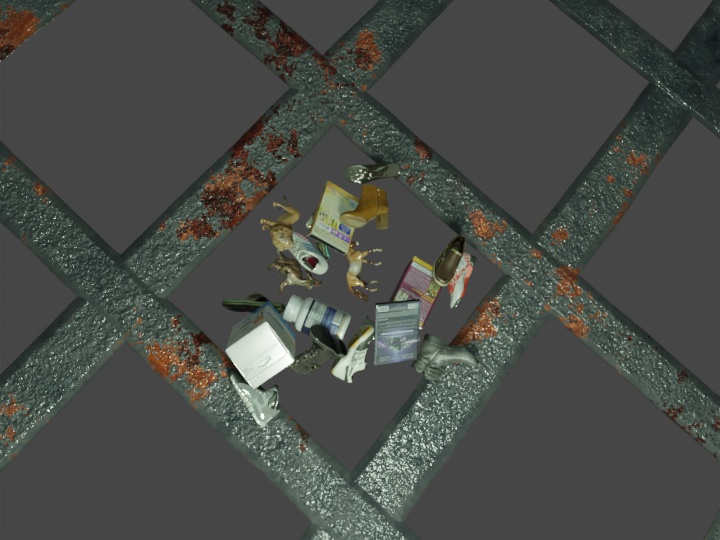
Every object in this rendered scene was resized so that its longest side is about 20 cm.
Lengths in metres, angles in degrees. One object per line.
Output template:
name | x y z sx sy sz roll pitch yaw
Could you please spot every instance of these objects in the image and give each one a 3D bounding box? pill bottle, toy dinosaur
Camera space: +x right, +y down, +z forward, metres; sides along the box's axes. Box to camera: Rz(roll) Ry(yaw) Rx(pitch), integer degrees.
pill bottle | -0.137 0.152 1.688 0.197 0.111 0.113 24 75 1
toy dinosaur | -0.213 0.003 1.732 0.133 0.086 0.202 -9 54 -31

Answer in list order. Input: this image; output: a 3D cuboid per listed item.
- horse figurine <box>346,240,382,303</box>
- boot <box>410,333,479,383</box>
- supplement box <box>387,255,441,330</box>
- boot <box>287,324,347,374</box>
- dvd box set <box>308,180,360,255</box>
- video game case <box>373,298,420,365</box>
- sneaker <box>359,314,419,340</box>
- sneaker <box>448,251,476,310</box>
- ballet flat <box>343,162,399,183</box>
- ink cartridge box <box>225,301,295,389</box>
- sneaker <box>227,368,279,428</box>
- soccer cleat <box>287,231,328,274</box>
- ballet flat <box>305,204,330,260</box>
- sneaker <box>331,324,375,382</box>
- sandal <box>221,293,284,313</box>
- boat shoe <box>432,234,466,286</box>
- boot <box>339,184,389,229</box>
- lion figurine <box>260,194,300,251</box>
horse figurine | 0.000 0.000 1.767 0.130 0.050 0.204 6 82 9
boot | 0.269 0.300 1.724 0.197 0.070 0.134 22 78 11
supplement box | 0.176 0.079 1.742 0.129 0.103 0.202 29 74 0
boot | -0.148 0.248 1.600 0.172 0.200 0.070 -27 50 16
dvd box set | -0.081 -0.173 1.774 0.145 0.029 0.203 27 65 -26
video game case | 0.110 0.189 1.647 0.140 0.019 0.204 -4 112 -14
sneaker | 0.095 0.189 1.718 0.196 0.075 0.084 11 81 -2
sneaker | 0.303 0.024 1.789 0.106 0.067 0.204 23 72 1
ballet flat | 0.037 -0.341 1.865 0.196 0.046 0.069 -9 108 -2
ink cartridge box | -0.287 0.212 1.579 0.146 0.200 0.146 -34 105 2
sneaker | -0.313 0.364 1.646 0.115 0.075 0.202 -32 92 -17
soccer cleat | -0.184 -0.062 1.724 0.199 0.086 0.070 39 105 22
ballet flat | -0.146 -0.124 1.784 0.074 0.068 0.204 -8 79 9
sneaker | -0.005 0.259 1.678 0.087 0.076 0.201 35 106 -8
sandal | -0.336 0.099 1.702 0.197 0.080 0.058 8 61 -3
boat shoe | 0.285 -0.041 1.711 0.074 0.075 0.204 28 51 0
boot | 0.009 -0.218 1.795 0.198 0.070 0.147 6 68 -34
lion figurine | -0.243 -0.158 1.745 0.120 0.073 0.202 19 58 11
